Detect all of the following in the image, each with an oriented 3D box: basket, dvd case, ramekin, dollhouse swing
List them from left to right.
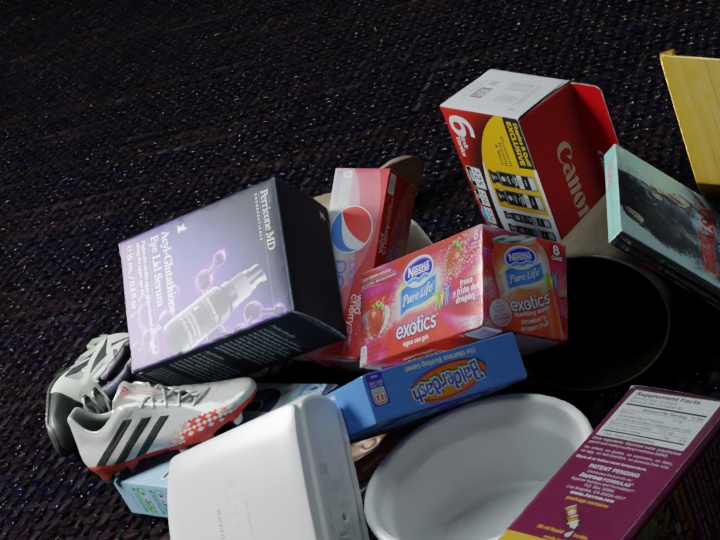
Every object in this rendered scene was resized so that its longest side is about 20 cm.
[{"bbox_3d":[0.111,0.201,1.364,0.199,0.098,0.201,-18,26,9],"label":"ramekin"},{"bbox_3d":[0.249,0.001,1.586,0.180,0.136,0.200,-30,11,40],"label":"basket"},{"bbox_3d":[0.312,-0.026,1.526,0.022,0.199,0.147,-50,18,33],"label":"dvd case"},{"bbox_3d":[0.404,-0.139,1.601,0.174,0.184,0.200,-17,-12,15],"label":"dollhouse swing"}]

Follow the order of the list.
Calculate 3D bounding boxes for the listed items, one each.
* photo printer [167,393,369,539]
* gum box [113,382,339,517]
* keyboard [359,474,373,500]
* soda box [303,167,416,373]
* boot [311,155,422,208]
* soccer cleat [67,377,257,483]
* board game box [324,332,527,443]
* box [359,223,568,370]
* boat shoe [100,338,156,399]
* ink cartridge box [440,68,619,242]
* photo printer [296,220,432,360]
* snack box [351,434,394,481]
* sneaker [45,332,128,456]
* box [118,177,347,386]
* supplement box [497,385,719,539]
[{"bbox_3d":[-0.087,0.213,1.403,0.069,0.168,0.199,6,-24,-46],"label":"photo printer"},{"bbox_3d":[-0.126,0.176,1.617,0.170,0.045,0.199,-40,20,-32],"label":"gum box"},{"bbox_3d":[-0.042,0.226,1.539,0.199,0.011,0.056,-35,23,-23],"label":"keyboard"},{"bbox_3d":[0.000,0.000,1.671,0.069,0.063,0.202,2,75,30],"label":"soda box"},{"bbox_3d":[-0.029,-0.075,2.013,0.145,0.071,0.200,0,34,42],"label":"boot"},{"bbox_3d":[-0.196,0.138,1.613,0.199,0.086,0.069,-24,18,19],"label":"soccer cleat"},{"bbox_3d":[0.035,0.113,1.453,0.151,0.045,0.200,-15,-8,-25],"label":"board game box"},{"bbox_3d":[0.091,0.034,1.512,0.199,0.099,0.097,-23,60,54],"label":"box"},{"bbox_3d":[-0.187,0.084,1.743,0.200,0.093,0.075,-46,28,9],"label":"boat shoe"},{"bbox_3d":[0.195,-0.098,1.727,0.084,0.201,0.175,-36,28,-24],"label":"ink cartridge box"},{"bbox_3d":[-0.027,0.008,1.800,0.200,0.070,0.166,-41,25,-2],"label":"photo printer"},{"bbox_3d":[-0.062,0.206,1.558,0.199,0.024,0.072,-29,19,-7],"label":"snack box"},{"bbox_3d":[-0.282,0.127,1.834,0.088,0.075,0.201,-12,29,24],"label":"sneaker"},{"bbox_3d":[-0.128,0.019,1.641,0.199,0.104,0.149,-22,63,24],"label":"box"},{"bbox_3d":[0.209,0.201,1.249,0.103,0.132,0.200,7,39,45],"label":"supplement box"}]
